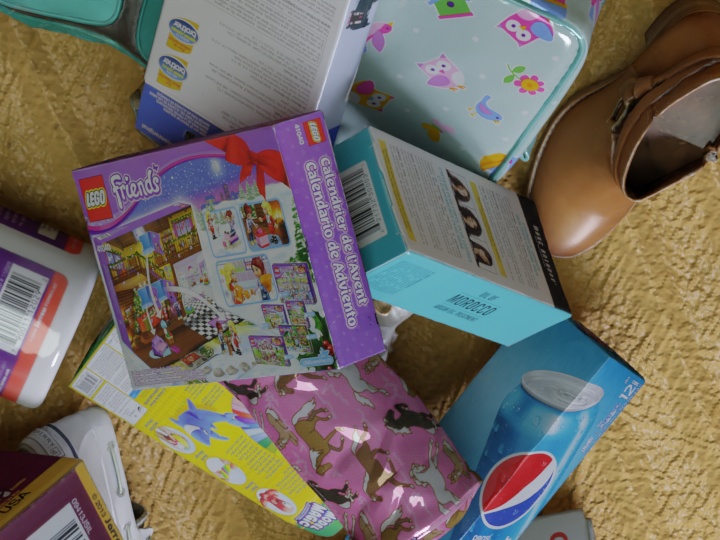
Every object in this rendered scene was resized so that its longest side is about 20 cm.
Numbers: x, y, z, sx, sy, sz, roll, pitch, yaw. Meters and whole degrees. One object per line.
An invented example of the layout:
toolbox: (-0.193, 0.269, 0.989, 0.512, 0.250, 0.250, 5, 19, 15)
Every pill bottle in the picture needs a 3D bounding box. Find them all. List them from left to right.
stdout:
pill bottle: (-0.272, -0.001, 1.567, 0.200, 0.111, 0.112, 24, 113, -7)

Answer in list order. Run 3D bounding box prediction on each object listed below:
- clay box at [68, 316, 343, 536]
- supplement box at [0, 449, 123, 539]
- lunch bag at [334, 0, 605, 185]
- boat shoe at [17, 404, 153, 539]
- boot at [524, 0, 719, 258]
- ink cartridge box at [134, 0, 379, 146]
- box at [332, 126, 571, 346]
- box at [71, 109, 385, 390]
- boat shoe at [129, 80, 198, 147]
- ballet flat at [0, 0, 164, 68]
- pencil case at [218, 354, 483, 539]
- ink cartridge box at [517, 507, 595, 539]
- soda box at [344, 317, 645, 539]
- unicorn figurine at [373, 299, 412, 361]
clay box: (-0.077, 0.089, 1.597, 0.200, 0.048, 0.115, 32, 147, -8)
supplement box: (-0.243, 0.193, 1.603, 0.200, 0.103, 0.131, -1, 122, 48)
lunch bag: (0.049, -0.133, 1.473, 0.160, 0.077, 0.200, 23, 145, -10)
boat shoe: (-0.168, 0.179, 1.663, 0.067, 0.074, 0.200, -31, 133, -25)
boot: (0.160, -0.067, 1.488, 0.074, 0.155, 0.200, 27, 113, -9)
ink cartridge box: (-0.054, -0.142, 1.409, 0.119, 0.042, 0.200, 32, 119, 23)
box: (0.048, -0.017, 1.461, 0.049, 0.200, 0.082, -27, 66, 24)
box: (-0.078, -0.008, 1.411, 0.200, 0.039, 0.137, -8, 99, 50)
boat shoe: (-0.078, -0.049, 1.489, 0.068, 0.200, 0.075, -19, 136, -14)
ballet flat: (-0.129, -0.159, 1.507, 0.200, 0.070, 0.068, 20, 108, 7)
pencil case: (-0.018, 0.086, 1.507, 0.200, 0.086, 0.083, 50, 143, 4)
ink cartridge box: (0.068, 0.252, 1.632, 0.199, 0.145, 0.084, -12, 148, 9)
soda box: (0.086, 0.120, 1.583, 0.200, 0.068, 0.064, -52, 147, 5)
unicorn figurine: (0.000, 0.000, 1.558, 0.074, 0.137, 0.201, -17, 92, -10)
